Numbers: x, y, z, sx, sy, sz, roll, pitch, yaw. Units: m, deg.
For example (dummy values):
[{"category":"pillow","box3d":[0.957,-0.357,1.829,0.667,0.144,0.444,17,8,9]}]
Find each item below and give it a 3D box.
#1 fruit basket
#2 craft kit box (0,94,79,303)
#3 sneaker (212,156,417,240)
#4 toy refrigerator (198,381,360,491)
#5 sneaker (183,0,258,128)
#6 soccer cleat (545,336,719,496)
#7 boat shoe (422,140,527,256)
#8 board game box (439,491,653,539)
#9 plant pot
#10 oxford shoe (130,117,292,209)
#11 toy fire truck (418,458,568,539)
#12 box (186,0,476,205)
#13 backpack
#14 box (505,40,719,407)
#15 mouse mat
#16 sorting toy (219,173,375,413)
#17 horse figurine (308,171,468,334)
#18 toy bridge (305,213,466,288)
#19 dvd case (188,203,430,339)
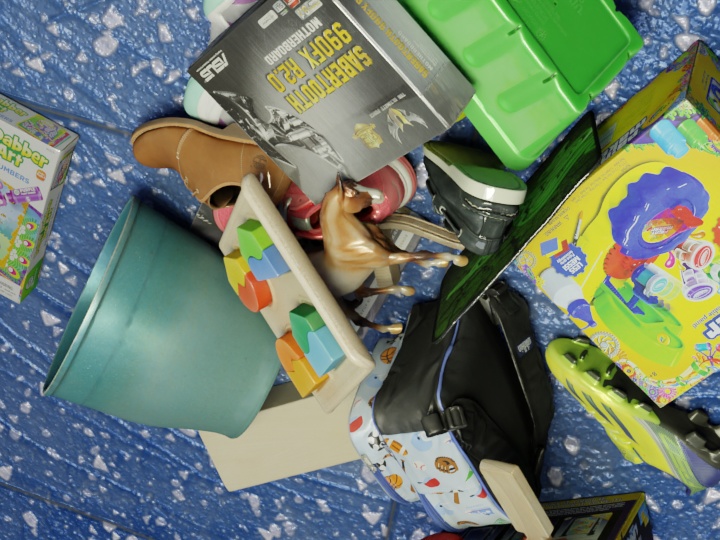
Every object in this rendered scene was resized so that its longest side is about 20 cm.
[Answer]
[{"category":"fruit basket","box3d":[0.090,-0.182,1.086,0.215,0.156,0.216,35,154,20]},{"category":"craft kit box","box3d":[-0.395,-0.093,1.369,0.198,0.049,0.199,27,122,4]},{"category":"sneaker","box3d":[-0.053,-0.061,1.213,0.198,0.087,0.074,-10,114,24]},{"category":"toy refrigerator","box3d":[-0.055,0.152,1.370,0.198,0.070,0.077,-19,104,28]},{"category":"sneaker","box3d":[-0.065,-0.193,1.172,0.139,0.078,0.201,23,134,5]},{"category":"soccer cleat","box3d":[0.244,0.137,1.250,0.199,0.065,0.084,34,127,-1]},{"category":"boat shoe","box3d":[0.087,-0.059,1.113,0.074,0.199,0.067,8,105,-14]},{"category":"board game box","box3d":[0.161,0.272,1.295,0.198,0.165,0.057,-11,97,26]},{"category":"plant pot","box3d":[-0.172,0.060,1.294,0.186,0.201,0.201,25,126,-13]},{"category":"oxford shoe","box3d":[-0.140,-0.092,1.223,0.199,0.072,0.071,10,170,42]},{"category":"toy fire truck","box3d":[0.101,0.253,1.169,0.174,0.128,0.203,4,91,24]},{"category":"box","box3d":[-0.028,-0.148,1.071,0.159,0.048,0.199,47,146,-14]},{"category":"backpack","box3d":[0.088,0.140,1.243,0.153,0.201,0.191,-18,120,36]},{"category":"box","box3d":[0.258,-0.035,1.110,0.192,0.122,0.200,43,124,-8]},{"category":"mouse mat","box3d":[0.124,-0.037,1.110,0.008,0.161,0.200,39,110,-8]},{"category":"sorting toy","box3d":[-0.064,0.029,1.169,0.186,0.036,0.200,57,163,8]},{"category":"horse figurine","box3d":[0.000,0.000,1.174,0.131,0.050,0.200,14,149,-19]},{"category":"toy bridge","box3d":[0.020,-0.016,1.247,0.198,0.027,0.068,-4,118,21]},{"category":"dvd case","box3d":[-0.052,-0.039,1.287,0.199,0.016,0.149,31,124,1]}]
